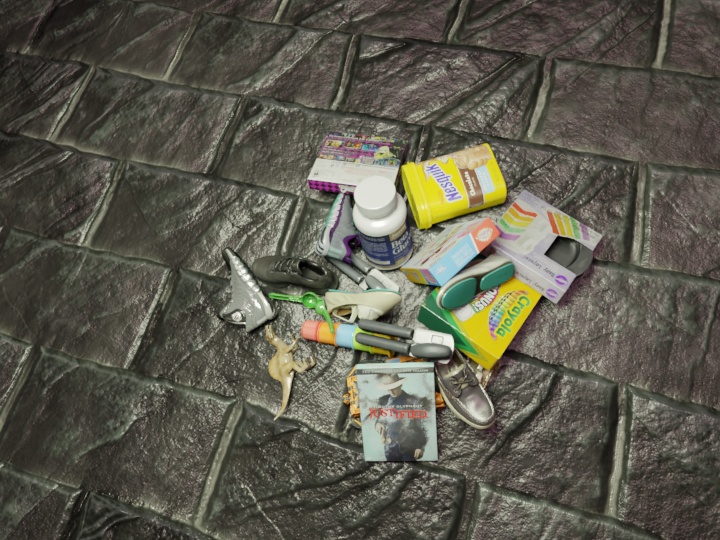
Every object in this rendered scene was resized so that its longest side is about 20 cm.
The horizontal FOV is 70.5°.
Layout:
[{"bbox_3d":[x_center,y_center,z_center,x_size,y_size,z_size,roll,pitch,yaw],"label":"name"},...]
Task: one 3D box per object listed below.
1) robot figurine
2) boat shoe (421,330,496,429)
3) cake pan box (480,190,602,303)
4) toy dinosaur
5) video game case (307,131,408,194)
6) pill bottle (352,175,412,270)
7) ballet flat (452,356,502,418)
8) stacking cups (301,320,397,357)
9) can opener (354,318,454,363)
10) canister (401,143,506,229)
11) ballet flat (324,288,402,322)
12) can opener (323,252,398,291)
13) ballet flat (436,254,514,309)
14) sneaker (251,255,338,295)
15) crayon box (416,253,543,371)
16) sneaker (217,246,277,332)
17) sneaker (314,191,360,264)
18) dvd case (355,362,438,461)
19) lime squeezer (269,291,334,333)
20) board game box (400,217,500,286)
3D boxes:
[{"bbox_3d":[0.059,0.236,1.005,0.197,0.058,0.147,-11,66,3],"label":"robot figurine"},{"bbox_3d":[0.174,0.196,0.935,0.071,0.065,0.201,-29,60,-8],"label":"boat shoe"},{"bbox_3d":[0.372,-0.052,1.048,0.199,0.053,0.184,37,63,18],"label":"cake pan box"},{"bbox_3d":[-0.147,0.202,1.059,0.100,0.058,0.202,-24,60,15],"label":"toy dinosaur"},{"bbox_3d":[-0.002,-0.246,1.177,0.197,0.036,0.183,9,52,11],"label":"video game case"},{"bbox_3d":[0.045,-0.097,1.047,0.110,0.201,0.112,-6,58,9],"label":"pill bottle"},{"bbox_3d":[0.234,0.195,0.994,0.075,0.064,0.202,22,74,9],"label":"ballet flat"},{"bbox_3d":[-0.027,0.134,1.044,0.197,0.061,0.061,6,70,17],"label":"stacking cups"},{"bbox_3d":[0.076,0.126,0.939,0.198,0.067,0.054,9,79,26],"label":"can opener"},{"bbox_3d":[0.205,-0.189,1.130,0.198,0.087,0.150,-16,69,0],"label":"canister"},{"bbox_3d":[0.001,0.075,1.037,0.199,0.069,0.070,-3,64,45],"label":"ballet flat"},{"bbox_3d":[0.000,0.000,1.102,0.199,0.067,0.053,37,77,24],"label":"can opener"},{"bbox_3d":[0.207,0.018,0.974,0.198,0.070,0.070,-22,66,-27],"label":"ballet flat"},{"bbox_3d":[-0.148,-0.003,1.107,0.197,0.091,0.077,7,72,12],"label":"sneaker"},{"bbox_3d":[0.238,0.069,1.008,0.172,0.059,0.200,34,56,19],"label":"crayon box"},{"bbox_3d":[-0.279,0.049,1.115,0.115,0.075,0.201,-37,70,-4],"label":"sneaker"},{"bbox_3d":[-0.036,-0.094,1.129,0.087,0.075,0.201,24,49,-8],"label":"sneaker"},{"bbox_3d":[0.070,0.266,0.950,0.144,0.022,0.203,-2,107,7],"label":"dvd case"},{"bbox_3d":[-0.103,0.074,1.077,0.199,0.070,0.038,26,108,37],"label":"lime squeezer"},{"bbox_3d":[0.171,-0.036,1.018,0.153,0.200,0.040,-41,98,-7],"label":"board game box"}]
